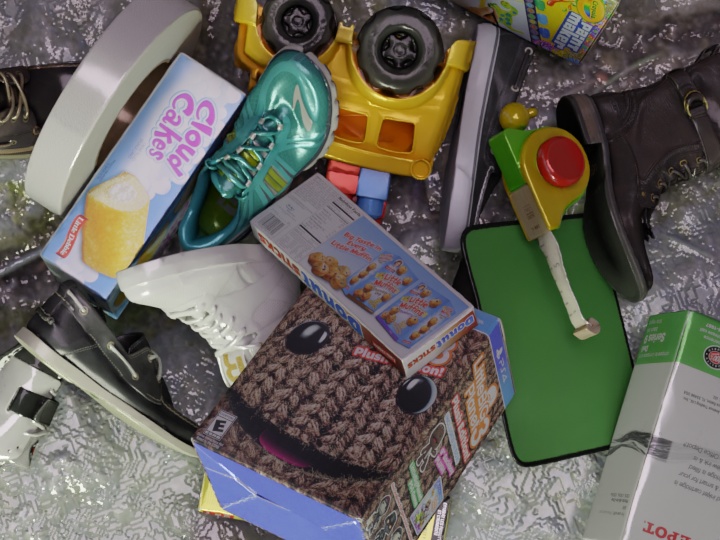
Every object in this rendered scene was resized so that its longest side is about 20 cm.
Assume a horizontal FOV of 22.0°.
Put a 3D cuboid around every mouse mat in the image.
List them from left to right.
[{"bbox_3d":[0.162,0.054,1.529,0.160,0.008,0.201,-6,81,-38],"label":"mouse mat"}]

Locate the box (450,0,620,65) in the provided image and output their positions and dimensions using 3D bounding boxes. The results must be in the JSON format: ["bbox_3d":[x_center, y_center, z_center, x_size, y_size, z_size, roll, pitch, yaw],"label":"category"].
[{"bbox_3d":[0.151,-0.317,1.552,0.192,0.122,0.201,26,69,-1],"label":"box"}]

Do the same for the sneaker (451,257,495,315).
[{"bbox_3d":[0.060,0.078,1.528,0.090,0.076,0.201,13,76,8],"label":"sneaker"}]

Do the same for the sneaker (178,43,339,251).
[{"bbox_3d":[-0.082,-0.087,1.459,0.077,0.080,0.201,38,122,9],"label":"sneaker"}]

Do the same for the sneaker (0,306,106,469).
[{"bbox_3d":[-0.275,0.109,1.497,0.200,0.074,0.089,-37,92,-3],"label":"sneaker"}]

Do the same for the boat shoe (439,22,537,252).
[{"bbox_3d":[0.107,-0.111,1.561,0.056,0.069,0.201,12,78,-3],"label":"boat shoe"}]

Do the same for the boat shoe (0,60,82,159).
[{"bbox_3d":[-0.298,-0.128,1.526,0.199,0.073,0.075,-19,83,-7],"label":"boat shoe"}]

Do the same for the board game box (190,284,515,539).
[{"bbox_3d":[-0.002,0.110,1.416,0.159,0.097,0.200,21,58,27],"label":"board game box"}]

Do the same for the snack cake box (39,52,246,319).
[{"bbox_3d":[-0.173,-0.067,1.506,0.067,0.115,0.201,33,81,3],"label":"snack cake box"}]

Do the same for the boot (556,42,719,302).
[{"bbox_3d":[0.269,-0.086,1.567,0.173,0.069,0.201,-13,83,-16],"label":"boot"}]

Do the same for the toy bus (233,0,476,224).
[{"bbox_3d":[-0.020,-0.130,1.533,0.199,0.136,0.193,13,96,0],"label":"toy bus"}]

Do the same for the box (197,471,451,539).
[{"bbox_3d":[-0.030,0.189,1.500,0.199,0.075,0.050,12,81,-4],"label":"box"}]

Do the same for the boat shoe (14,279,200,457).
[{"bbox_3d":[-0.180,0.084,1.467,0.200,0.072,0.068,43,74,-34],"label":"boat shoe"}]

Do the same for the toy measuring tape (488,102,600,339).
[{"bbox_3d":[0.168,-0.047,1.519,0.073,0.074,0.201,-23,87,-8],"label":"toy measuring tape"}]

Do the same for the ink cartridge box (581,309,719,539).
[{"bbox_3d":[0.283,0.151,1.512,0.145,0.084,0.201,22,80,-15],"label":"ink cartridge box"}]

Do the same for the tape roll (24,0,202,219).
[{"bbox_3d":[-0.195,-0.132,1.471,0.037,0.203,0.203,32,80,3],"label":"tape roll"}]

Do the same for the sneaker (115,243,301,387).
[{"bbox_3d":[-0.107,0.041,1.470,0.073,0.199,0.116,-13,84,37],"label":"sneaker"}]

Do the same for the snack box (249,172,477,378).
[{"bbox_3d":[0.000,0.000,1.427,0.072,0.024,0.200,-35,51,-17],"label":"snack box"}]
